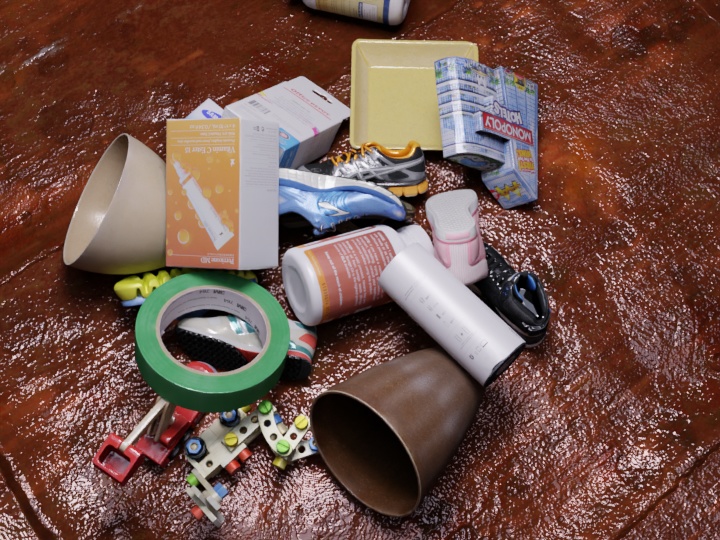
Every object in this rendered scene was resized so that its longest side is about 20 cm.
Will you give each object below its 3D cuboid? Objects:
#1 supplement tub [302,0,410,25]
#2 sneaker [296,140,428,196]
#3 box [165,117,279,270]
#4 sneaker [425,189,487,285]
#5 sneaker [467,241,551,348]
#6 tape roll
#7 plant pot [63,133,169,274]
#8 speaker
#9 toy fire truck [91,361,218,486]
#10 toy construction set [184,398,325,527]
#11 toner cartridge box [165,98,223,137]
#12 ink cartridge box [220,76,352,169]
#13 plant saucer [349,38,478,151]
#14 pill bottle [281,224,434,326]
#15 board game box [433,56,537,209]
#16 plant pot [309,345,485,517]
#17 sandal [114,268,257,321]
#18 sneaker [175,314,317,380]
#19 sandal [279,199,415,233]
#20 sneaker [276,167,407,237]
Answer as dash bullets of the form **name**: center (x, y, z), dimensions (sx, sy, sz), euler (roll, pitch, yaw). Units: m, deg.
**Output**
- **supplement tub**: center (-0.016, -0.483, 1.629), dimensions (0.200, 0.144, 0.145), euler (13, 67, 5)
- **sneaker**: center (0.002, -0.153, 1.505), dimensions (0.200, 0.077, 0.078), euler (-3, 25, -11)
- **box**: center (-0.187, -0.103, 1.380), dimensions (0.124, 0.097, 0.200), euler (2, 94, 28)
- **sneaker**: center (0.135, -0.042, 1.426), dimensions (0.075, 0.105, 0.200), euler (-8, 22, 6)
- **sneaker**: center (0.203, 0.007, 1.434), dimensions (0.073, 0.112, 0.200), euler (-33, 71, -15)
- **tape roll**: center (-0.194, 0.091, 1.332), dimensions (0.200, 0.048, 0.201), euler (7, 48, -8)
- **plant pot**: center (-0.315, -0.075, 1.440), dimensions (0.134, 0.200, 0.200), euler (25, 63, -27)
- **speaker**: center (0.117, 0.055, 1.325), dimensions (0.081, 0.081, 0.200), euler (-41, 72, -17)
- **toy fire truck**: center (-0.258, 0.195, 1.329), dimensions (0.049, 0.141, 0.200), euler (31, 70, 12)
- **toy construction set**: center (-0.156, 0.248, 1.342), dimensions (0.200, 0.092, 0.131), euler (-37, 72, -27)
- **toner cartridge box**: center (-0.192, -0.166, 1.542), dimensions (0.200, 0.043, 0.095), euler (39, 69, 15)
- **ink cartridge box**: center (-0.111, -0.215, 1.524), dimensions (0.115, 0.068, 0.200), euler (37, 37, 13)
- **plant saucer**: center (0.085, -0.264, 1.587), dimensions (0.200, 0.048, 0.200), euler (1, 66, 0)
- **pill bottle**: center (0.000, 0.000, 1.425), dimensions (0.200, 0.112, 0.112), euler (-16, 67, -23)
- **board game box**: center (0.199, -0.201, 1.507), dimensions (0.062, 0.200, 0.200), euler (-17, 73, 38)
- **plant pot**: center (0.068, 0.185, 1.330), dimensions (0.187, 0.187, 0.200), euler (43, 52, 16)
- **sandal**: center (-0.244, 0.039, 1.444), dimensions (0.200, 0.079, 0.087), euler (-10, 102, -12)
- **sneaker**: center (-0.156, 0.089, 1.427), dimensions (0.200, 0.070, 0.093), euler (11, 49, 6)
- **sandal**: center (-0.020, -0.075, 1.493), dimensions (0.200, 0.055, 0.082), euler (-7, 26, -6)
- **sneaker**: center (-0.034, -0.088, 1.424), dimensions (0.200, 0.079, 0.089), euler (8, 92, 2)
